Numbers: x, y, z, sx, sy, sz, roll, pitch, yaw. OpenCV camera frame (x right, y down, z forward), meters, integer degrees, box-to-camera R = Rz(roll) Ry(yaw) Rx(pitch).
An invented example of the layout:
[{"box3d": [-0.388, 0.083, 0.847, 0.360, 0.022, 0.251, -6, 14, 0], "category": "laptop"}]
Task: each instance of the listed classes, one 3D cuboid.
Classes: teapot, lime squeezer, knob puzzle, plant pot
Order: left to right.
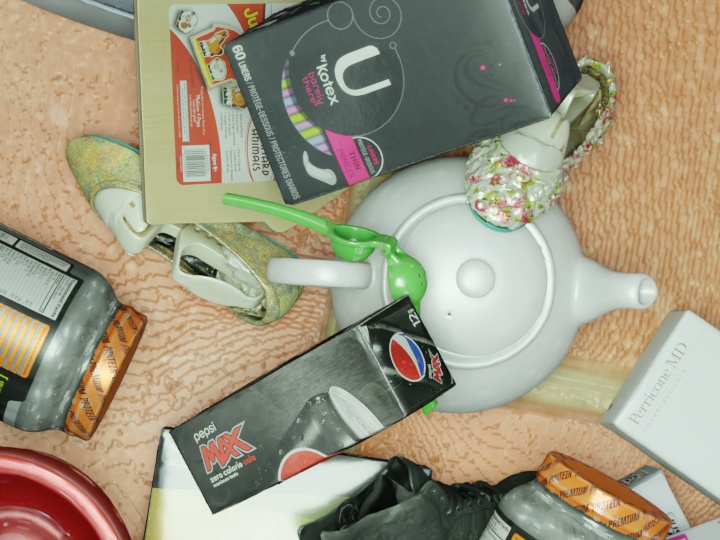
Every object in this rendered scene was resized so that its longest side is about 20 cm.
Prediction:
[{"box3d": [-0.246, 0.219, 1.460, 0.199, 0.183, 0.202, 0, 87, -3], "category": "plant pot"}, {"box3d": [-0.066, -0.127, 1.523, 0.218, 0.030, 0.222, -1, 92, -23], "category": "knob puzzle"}, {"box3d": [0.000, 0.000, 1.421, 0.200, 0.038, 0.071, 46, 130, -2], "category": "lime squeezer"}, {"box3d": [0.068, 0.008, 1.501, 0.200, 0.146, 0.198, -41, 90, -2], "category": "teapot"}]

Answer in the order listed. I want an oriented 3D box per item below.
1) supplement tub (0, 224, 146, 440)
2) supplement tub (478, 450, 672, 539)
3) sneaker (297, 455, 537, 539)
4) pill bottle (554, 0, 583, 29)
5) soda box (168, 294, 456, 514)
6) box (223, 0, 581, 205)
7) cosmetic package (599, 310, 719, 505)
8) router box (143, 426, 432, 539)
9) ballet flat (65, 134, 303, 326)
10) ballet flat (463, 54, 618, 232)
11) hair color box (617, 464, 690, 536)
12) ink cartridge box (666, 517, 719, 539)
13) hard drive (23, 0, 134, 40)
[{"box3d": [-0.258, 0.032, 1.490, 0.199, 0.123, 0.123, 27, 87, -1], "category": "supplement tub"}, {"box3d": [0.120, 0.231, 1.436, 0.122, 0.123, 0.201, 29, 95, -1], "category": "supplement tub"}, {"box3d": [0.051, 0.168, 1.482, 0.199, 0.060, 0.105, -34, 116, -28], "category": "sneaker"}, {"box3d": [0.122, -0.238, 1.530, 0.110, 0.111, 0.201, 29, 87, -1], "category": "pill bottle"}, {"box3d": [-0.034, 0.092, 1.425, 0.200, 0.063, 0.071, -31, 87, 40], "category": "soda box"}, {"box3d": [0.029, -0.139, 1.433, 0.199, 0.106, 0.123, -19, 101, 22], "category": "box"}, {"box3d": [0.284, 0.125, 1.543, 0.199, 0.071, 0.102, 34, 87, 0], "category": "cosmetic package"}, {"box3d": [-0.057, 0.204, 1.534, 0.198, 0.052, 0.159, 8, 87, -2], "category": "router box"}, {"box3d": [-0.132, -0.026, 1.528, 0.199, 0.071, 0.071, 32, 87, -4], "category": "ballet flat"}, {"box3d": [0.127, -0.097, 1.492, 0.075, 0.200, 0.064, 30, 126, 7], "category": "ballet flat"}, {"box3d": [0.148, 0.232, 1.538, 0.199, 0.061, 0.099, -28, 90, -3], "category": "hair color box"}, {"box3d": [0.283, 0.258, 1.505, 0.119, 0.042, 0.201, -20, 119, 3], "category": "ink cartridge box"}, {"box3d": [-0.142, -0.232, 1.552, 0.199, 0.042, 0.136, 16, 87, -2], "category": "hard drive"}]
